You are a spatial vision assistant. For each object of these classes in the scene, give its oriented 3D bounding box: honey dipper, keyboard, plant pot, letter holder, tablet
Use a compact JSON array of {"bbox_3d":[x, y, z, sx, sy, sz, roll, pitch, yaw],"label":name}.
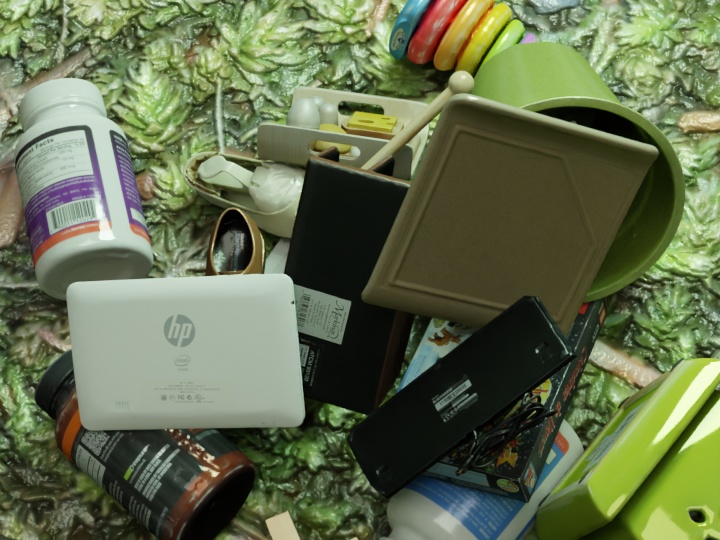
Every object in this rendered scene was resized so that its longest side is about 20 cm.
[{"bbox_3d":[0.024,-0.104,1.409,0.200,0.038,0.038,-43,67,12],"label":"honey dipper"},{"bbox_3d":[0.088,0.116,1.282,0.200,0.040,0.104,-38,50,13],"label":"keyboard"},{"bbox_3d":[0.161,-0.102,1.375,0.200,0.200,0.190,-5,33,1],"label":"plant pot"},{"bbox_3d":[0.000,0.000,1.376,0.101,0.142,0.200,16,106,10],"label":"letter holder"},{"bbox_3d":[-0.147,0.070,1.336,0.200,0.014,0.130,-2,99,13],"label":"tablet"},{"bbox_3d":[0.268,0.194,1.300,0.181,0.199,0.200,42,70,4],"label":"plant pot"}]

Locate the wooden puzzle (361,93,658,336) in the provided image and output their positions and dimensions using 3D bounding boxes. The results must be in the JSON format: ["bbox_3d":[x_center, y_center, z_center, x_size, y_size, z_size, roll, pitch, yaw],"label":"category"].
[{"bbox_3d":[0.116,-0.039,1.264,0.185,0.200,0.037,13,30,-22],"label":"wooden puzzle"}]

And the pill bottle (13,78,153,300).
[{"bbox_3d":[-0.271,-0.081,1.532,0.111,0.111,0.200,-14,64,-4],"label":"pill bottle"}]

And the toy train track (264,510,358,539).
[{"bbox_3d":[-0.088,0.285,1.390,0.200,0.033,0.115,-23,72,-2],"label":"toy train track"}]

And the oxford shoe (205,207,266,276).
[{"bbox_3d":[-0.115,0.038,1.423,0.071,0.071,0.200,-6,66,0],"label":"oxford shoe"}]

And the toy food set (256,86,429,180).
[{"bbox_3d":[-0.011,-0.142,1.524,0.143,0.200,0.060,8,109,6],"label":"toy food set"}]

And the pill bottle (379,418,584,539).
[{"bbox_3d":[0.093,0.201,1.374,0.112,0.112,0.200,35,69,18],"label":"pill bottle"}]

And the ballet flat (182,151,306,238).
[{"bbox_3d":[-0.096,-0.077,1.502,0.200,0.069,0.069,15,61,45],"label":"ballet flat"}]

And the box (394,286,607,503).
[{"bbox_3d":[0.112,0.090,1.356,0.137,0.038,0.200,10,56,27],"label":"box"}]

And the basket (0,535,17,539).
[{"bbox_3d":[-0.301,0.299,1.338,0.200,0.136,0.180,7,59,2],"label":"basket"}]

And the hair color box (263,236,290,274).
[{"bbox_3d":[-0.026,0.006,1.505,0.111,0.064,0.200,28,70,16],"label":"hair color box"}]

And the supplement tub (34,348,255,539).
[{"bbox_3d":[-0.196,0.152,1.416,0.200,0.107,0.107,38,71,19],"label":"supplement tub"}]

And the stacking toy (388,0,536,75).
[{"bbox_3d":[0.137,-0.219,1.600,0.200,0.116,0.110,34,70,3],"label":"stacking toy"}]
